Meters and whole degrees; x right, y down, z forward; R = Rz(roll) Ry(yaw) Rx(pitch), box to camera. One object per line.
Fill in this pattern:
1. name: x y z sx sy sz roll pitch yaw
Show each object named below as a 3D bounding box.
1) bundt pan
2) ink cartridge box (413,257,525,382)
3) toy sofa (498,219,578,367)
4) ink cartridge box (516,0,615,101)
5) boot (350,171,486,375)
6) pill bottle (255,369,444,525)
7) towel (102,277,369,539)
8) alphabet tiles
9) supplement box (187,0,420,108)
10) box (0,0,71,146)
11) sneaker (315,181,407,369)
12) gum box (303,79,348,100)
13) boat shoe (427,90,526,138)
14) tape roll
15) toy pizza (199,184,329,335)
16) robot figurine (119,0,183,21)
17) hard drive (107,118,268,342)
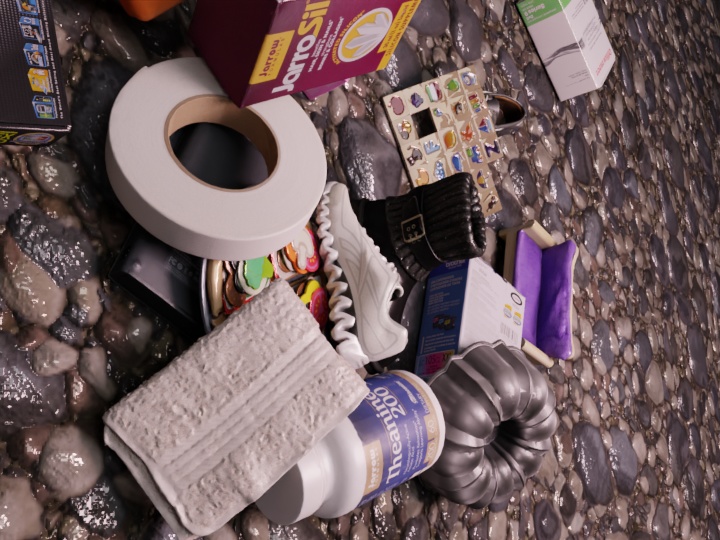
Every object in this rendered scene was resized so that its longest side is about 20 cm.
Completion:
1. bundt pan: 0.152 0.190 0.886 0.198 0.075 0.207 -13 116 -27
2. ink cartridge box: 0.147 0.072 0.986 0.136 0.075 0.204 35 57 -37
3. toy sofa: 0.253 0.033 1.104 0.082 0.096 0.204 32 57 -38
4. ink cartridge box: 0.381 -0.438 1.393 0.202 0.083 0.146 59 43 -19
5. boot: 0.064 0.001 0.837 0.079 0.154 0.217 33 52 -66
6. pill bottle: -0.013 0.173 0.747 0.198 0.110 0.114 -11 87 -48
7. towel: -0.103 0.114 0.632 0.199 0.034 0.133 -39 91 -15
8. alphabet tiles: 0.127 -0.163 1.040 0.165 0.007 0.204 -25 99 -29
9. supplement box: -0.045 -0.253 0.712 0.198 0.131 0.104 -26 73 -36
10. box: -0.312 -0.198 0.563 0.158 0.044 0.205 -6 84 -50
11. sneaker: 0.000 0.000 0.788 0.075 0.079 0.205 66 13 -70
12. gum box: -0.036 -0.316 0.893 0.114 0.065 0.203 47 48 -30
13. boat shoe: 0.169 -0.239 1.108 0.197 0.067 0.074 2 79 -45
14. tape roll: -0.127 -0.105 0.682 0.198 0.037 0.207 13 56 -19
15. toy pizza: -0.080 0.019 0.729 0.199 0.031 0.206 10 78 -59
16. robot figurine: -0.215 -0.320 0.641 0.145 0.114 0.203 -77 149 -50
17. hard drive: -0.138 -0.039 0.725 0.139 0.032 0.203 43 51 -33
